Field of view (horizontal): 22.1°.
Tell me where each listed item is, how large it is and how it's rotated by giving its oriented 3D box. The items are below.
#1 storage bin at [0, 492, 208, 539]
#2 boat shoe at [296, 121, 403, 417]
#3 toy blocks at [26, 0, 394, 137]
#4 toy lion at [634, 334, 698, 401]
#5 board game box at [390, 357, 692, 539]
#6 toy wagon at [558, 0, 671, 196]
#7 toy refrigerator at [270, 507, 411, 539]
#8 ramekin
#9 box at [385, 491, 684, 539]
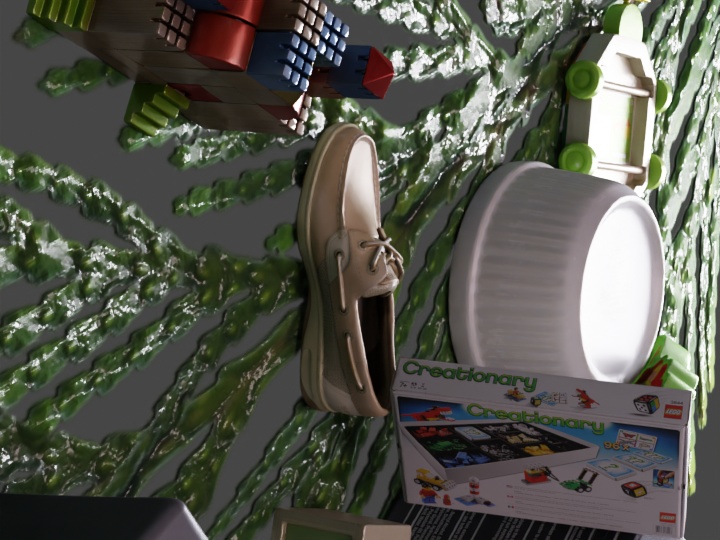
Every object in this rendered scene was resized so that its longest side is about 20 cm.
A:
[{"bbox_3d":[-0.136,0.187,0.968,0.146,0.200,0.134,-48,124,-42],"label":"storage bin"},{"bbox_3d":[0.000,0.000,1.252,0.072,0.065,0.200,-6,100,-57],"label":"boat shoe"},{"bbox_3d":[-0.072,-0.129,1.055,0.200,0.137,0.100,32,69,-54],"label":"toy blocks"},{"bbox_3d":[0.219,0.127,1.508,0.200,0.069,0.192,-55,-178,-38],"label":"toy lion"},{"bbox_3d":[0.124,0.123,1.261,0.126,0.200,0.035,83,19,-45],"label":"board game box"},{"bbox_3d":[0.221,-0.147,1.595,0.155,0.040,0.200,2,93,-57],"label":"toy wagon"},{"bbox_3d":[-0.027,0.265,1.245,0.070,0.076,0.200,13,85,-57],"label":"toy refrigerator"},{"bbox_3d":[0.164,0.015,1.472,0.200,0.105,0.201,-13,106,-55],"label":"ramekin"},{"bbox_3d":[0.112,0.247,1.343,0.200,0.198,0.123,-56,138,-35],"label":"box"}]
